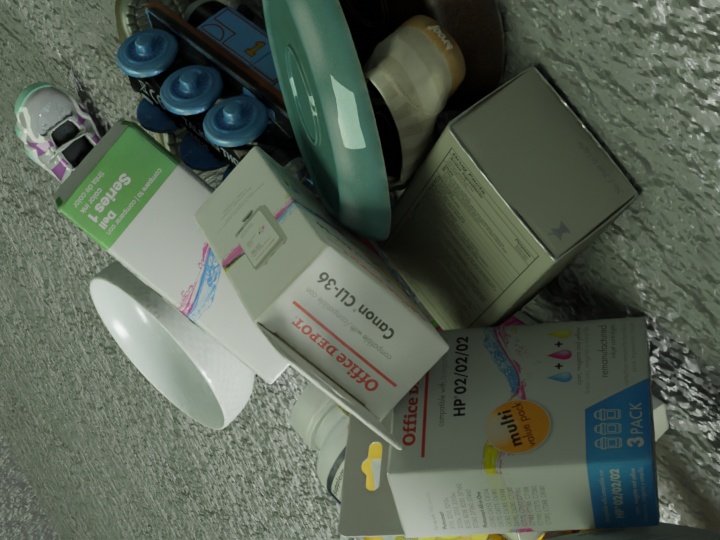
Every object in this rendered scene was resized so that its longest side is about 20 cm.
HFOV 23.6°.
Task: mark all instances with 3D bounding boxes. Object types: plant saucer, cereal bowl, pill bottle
[{"bbox_3d":[-0.026,-0.111,1.064,0.200,0.027,0.201,163,90,-81],"label":"plant saucer"},{"bbox_3d":[0.010,-0.179,1.066,0.200,0.034,0.201,44,156,25],"label":"plant saucer"},{"bbox_3d":[-0.177,0.059,1.739,0.200,0.083,0.200,40,159,19],"label":"cereal bowl"},{"bbox_3d":[0.035,0.168,1.423,0.200,0.111,0.111,45,157,25],"label":"pill bottle"}]

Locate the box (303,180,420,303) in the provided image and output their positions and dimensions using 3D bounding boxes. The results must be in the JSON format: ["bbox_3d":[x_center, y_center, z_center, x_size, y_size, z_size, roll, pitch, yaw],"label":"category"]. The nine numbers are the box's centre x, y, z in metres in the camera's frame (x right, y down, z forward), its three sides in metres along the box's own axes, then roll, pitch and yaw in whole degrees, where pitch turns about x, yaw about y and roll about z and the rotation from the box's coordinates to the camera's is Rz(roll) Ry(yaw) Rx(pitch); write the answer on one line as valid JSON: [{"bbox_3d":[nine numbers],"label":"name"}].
[{"bbox_3d":[0.000,0.000,1.330,0.200,0.051,0.158,58,160,-7],"label":"box"}]

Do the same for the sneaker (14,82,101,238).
[{"bbox_3d":[-0.255,-0.096,1.710,0.140,0.078,0.200,23,152,51],"label":"sneaker"}]

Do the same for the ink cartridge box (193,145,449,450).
[{"bbox_3d":[-0.021,0.014,1.065,0.116,0.068,0.200,39,-172,-32],"label":"ink cartridge box"}]

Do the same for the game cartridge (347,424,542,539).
[{"bbox_3d":[0.073,0.212,1.305,0.176,0.032,0.201,-3,96,41],"label":"game cartridge"}]

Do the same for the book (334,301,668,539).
[{"bbox_3d":[0.088,0.087,1.160,0.200,0.133,0.048,35,151,44],"label":"book"}]

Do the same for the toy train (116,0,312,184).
[{"bbox_3d":[-0.088,-0.128,1.236,0.200,0.114,0.087,39,156,35],"label":"toy train"}]

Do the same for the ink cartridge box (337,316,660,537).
[{"bbox_3d":[0.081,0.098,1.068,0.068,0.199,0.115,75,-166,-44],"label":"ink cartridge box"}]

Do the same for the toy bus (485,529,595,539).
[{"bbox_3d":[0.171,0.218,1.128,0.199,0.079,0.065,28,176,-12],"label":"toy bus"}]

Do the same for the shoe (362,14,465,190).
[{"bbox_3d":[0.015,-0.093,1.062,0.070,0.053,0.200,43,162,8],"label":"shoe"}]

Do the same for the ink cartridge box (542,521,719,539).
[{"bbox_3d":[0.207,0.231,0.978,0.199,0.144,0.146,3,92,45],"label":"ink cartridge box"}]

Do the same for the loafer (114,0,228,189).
[{"bbox_3d":[-0.147,-0.153,1.405,0.070,0.075,0.201,44,155,56],"label":"loafer"}]

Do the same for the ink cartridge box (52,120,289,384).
[{"bbox_3d":[-0.123,-0.016,1.271,0.200,0.084,0.145,41,176,-13],"label":"ink cartridge box"}]

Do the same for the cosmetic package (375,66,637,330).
[{"bbox_3d":[0.084,-0.032,1.073,0.104,0.073,0.200,52,159,6],"label":"cosmetic package"}]
